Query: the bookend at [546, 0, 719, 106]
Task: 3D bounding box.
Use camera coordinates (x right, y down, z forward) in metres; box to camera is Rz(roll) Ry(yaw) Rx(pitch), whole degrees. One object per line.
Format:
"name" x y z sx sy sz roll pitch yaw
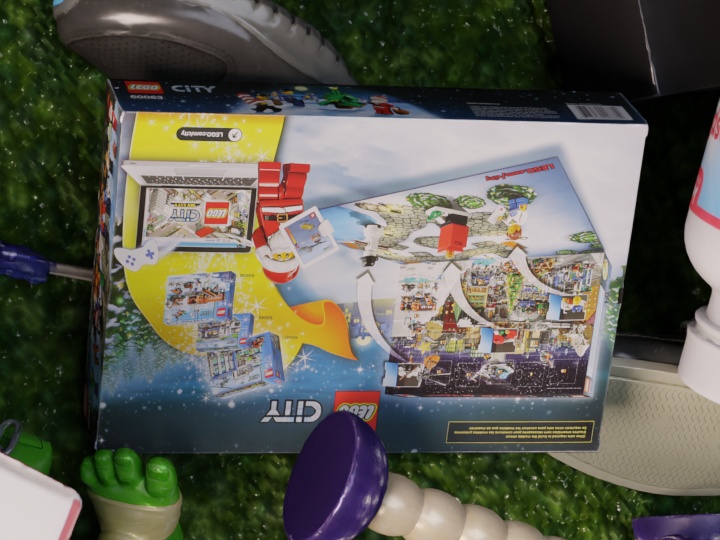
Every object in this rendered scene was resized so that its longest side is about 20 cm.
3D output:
"bookend" 0.083 -0.144 1.146 0.198 0.092 0.201 -12 91 -25

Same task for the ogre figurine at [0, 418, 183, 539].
"ogre figurine" -0.073 0.152 1.042 0.200 0.098 0.120 47 49 -31

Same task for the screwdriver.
"screwdriver" -0.104 0.005 1.076 0.200 0.028 0.029 15 109 -25

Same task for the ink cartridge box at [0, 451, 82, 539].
"ink cartridge box" -0.188 0.122 0.926 0.083 0.200 0.145 28 73 -26

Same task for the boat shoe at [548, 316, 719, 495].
"boat shoe" 0.149 0.051 1.183 0.199 0.072 0.068 8 45 -18

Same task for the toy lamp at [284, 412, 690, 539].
"toy lamp" 0.070 0.109 1.076 0.200 0.058 0.058 24 75 -24

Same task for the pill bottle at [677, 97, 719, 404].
"pill bottle" 0.187 -0.043 1.084 0.108 0.109 0.201 9 103 -25

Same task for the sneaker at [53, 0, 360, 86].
"sneaker" -0.034 -0.048 1.089 0.200 0.073 0.082 29 75 -20

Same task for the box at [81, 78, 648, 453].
"box" 0.000 0.000 1.066 0.199 0.038 0.137 1 113 -14

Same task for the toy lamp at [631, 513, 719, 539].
"toy lamp" 0.144 0.200 1.159 0.058 0.058 0.201 1 85 -26
